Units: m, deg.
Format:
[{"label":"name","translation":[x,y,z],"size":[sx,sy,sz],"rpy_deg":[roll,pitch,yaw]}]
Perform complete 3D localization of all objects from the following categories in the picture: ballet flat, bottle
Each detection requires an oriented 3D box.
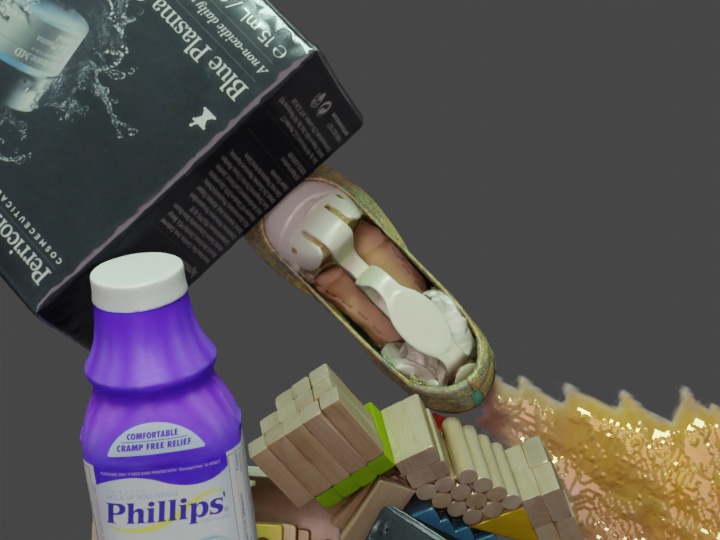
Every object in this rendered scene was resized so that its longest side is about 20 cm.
[{"label":"ballet flat","translation":[0.000,0.000,1.019],"size":[0.071,0.071,0.200],"rpy_deg":[-44,84,-1]},{"label":"bottle","translation":[-0.100,0.091,0.932],"size":[0.083,0.065,0.200],"rpy_deg":[-6,111,0]}]

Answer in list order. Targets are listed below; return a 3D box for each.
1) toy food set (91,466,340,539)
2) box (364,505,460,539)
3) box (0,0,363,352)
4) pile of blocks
[{"label":"toy food set","translation":[-0.086,0.207,1.009],"size":[0.143,0.060,0.200],"rpy_deg":[3,86,3]},{"label":"box","translation":[0.040,0.247,0.945],"size":[0.148,0.104,0.200],"rpy_deg":[30,87,-37]},{"label":"box","translation":[-0.142,-0.095,0.990],"size":[0.200,0.117,0.197],"rpy_deg":[-44,71,-1]},{"label":"pile of blocks","translation":[0.028,0.108,1.001],"size":[0.200,0.062,0.082],"rpy_deg":[23,116,-23]}]
